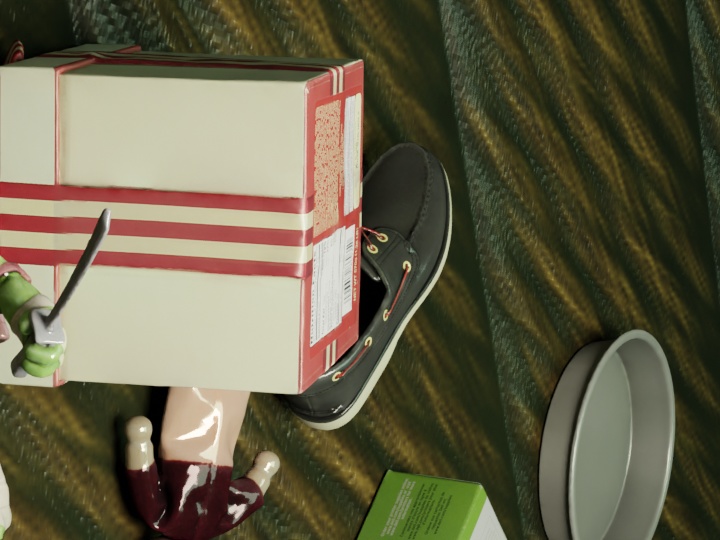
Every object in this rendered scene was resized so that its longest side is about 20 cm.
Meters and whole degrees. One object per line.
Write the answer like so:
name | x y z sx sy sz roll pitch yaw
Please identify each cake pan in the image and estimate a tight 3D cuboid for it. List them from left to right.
cake pan | 0.192 0.144 2.217 0.200 0.037 0.202 -20 113 -59

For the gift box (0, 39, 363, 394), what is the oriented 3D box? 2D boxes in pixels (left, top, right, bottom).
gift box | -0.100 -0.025 1.493 0.200 0.185 0.186 -22 114 -80

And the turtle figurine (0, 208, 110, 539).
turtle figurine | -0.217 0.040 1.332 0.143 0.200 0.195 -7 109 -26

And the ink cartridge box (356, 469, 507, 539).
ink cartridge box | 0.054 0.258 1.947 0.148 0.075 0.200 -64 148 -32

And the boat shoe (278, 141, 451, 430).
boat shoe | 0.003 0.001 1.795 0.202 0.073 0.063 -65 155 -23

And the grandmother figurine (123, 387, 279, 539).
grandmother figurine | -0.097 0.113 1.661 0.121 0.060 0.201 15 85 -34
